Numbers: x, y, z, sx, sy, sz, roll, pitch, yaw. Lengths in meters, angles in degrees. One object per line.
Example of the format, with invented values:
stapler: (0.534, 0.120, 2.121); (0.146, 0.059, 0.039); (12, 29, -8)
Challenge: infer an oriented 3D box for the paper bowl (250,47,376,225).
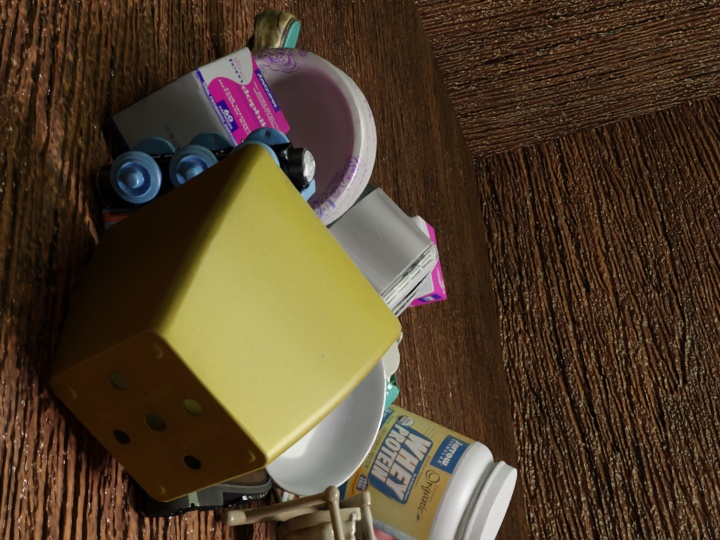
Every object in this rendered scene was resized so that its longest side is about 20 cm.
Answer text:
paper bowl: (-0.080, -0.143, 1.310); (0.104, 0.198, 0.203); (-2, 78, -76)

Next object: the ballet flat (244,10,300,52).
ballet flat: (-0.130, -0.228, 1.456); (0.071, 0.070, 0.203); (-24, 129, -77)

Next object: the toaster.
toaster: (0.000, 0.000, 1.366); (0.200, 0.129, 0.114); (-42, 167, -42)

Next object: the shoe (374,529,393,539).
shoe: (0.023, 0.284, 1.555); (0.072, 0.090, 0.202); (-85, 157, -55)

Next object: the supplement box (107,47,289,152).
supplement box: (-0.154, -0.146, 1.156); (0.102, 0.102, 0.200); (61, 14, -11)

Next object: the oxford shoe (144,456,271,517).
oxford shoe: (-0.133, 0.174, 1.047); (0.200, 0.072, 0.086); (35, 41, -71)

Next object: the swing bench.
swing bench: (-0.037, 0.331, 1.166); (0.200, 0.128, 0.202); (38, 39, -70)

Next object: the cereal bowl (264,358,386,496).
cereal bowl: (-0.066, 0.136, 1.251); (0.199, 0.083, 0.203); (-13, 108, -46)

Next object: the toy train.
toy train: (-0.134, -0.060, 1.020); (0.087, 0.197, 0.116); (-67, 152, -70)

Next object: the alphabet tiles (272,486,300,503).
alphabet tiles: (-0.077, 0.222, 1.382); (0.200, 0.007, 0.169); (-73, 147, -67)

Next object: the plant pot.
plant pot: (-0.121, 0.059, 0.905); (0.201, 0.199, 0.177); (52, 38, -18)

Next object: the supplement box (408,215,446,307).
supplement box: (0.001, 0.005, 1.506); (0.101, 0.198, 0.105); (25, 52, -73)

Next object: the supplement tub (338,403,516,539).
supplement tub: (0.072, 0.253, 1.384); (0.145, 0.198, 0.146); (-54, 157, -37)

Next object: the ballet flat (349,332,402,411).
ballet flat: (0.023, 0.102, 1.405); (0.067, 0.070, 0.201); (39, 23, -20)

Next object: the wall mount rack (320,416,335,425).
wall mount rack: (-0.048, 0.133, 1.416); (0.174, 0.074, 0.203); (32, 46, -75)
